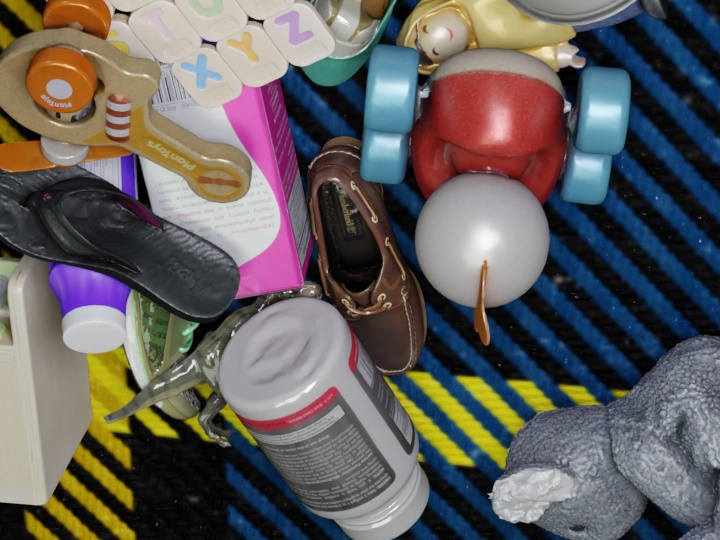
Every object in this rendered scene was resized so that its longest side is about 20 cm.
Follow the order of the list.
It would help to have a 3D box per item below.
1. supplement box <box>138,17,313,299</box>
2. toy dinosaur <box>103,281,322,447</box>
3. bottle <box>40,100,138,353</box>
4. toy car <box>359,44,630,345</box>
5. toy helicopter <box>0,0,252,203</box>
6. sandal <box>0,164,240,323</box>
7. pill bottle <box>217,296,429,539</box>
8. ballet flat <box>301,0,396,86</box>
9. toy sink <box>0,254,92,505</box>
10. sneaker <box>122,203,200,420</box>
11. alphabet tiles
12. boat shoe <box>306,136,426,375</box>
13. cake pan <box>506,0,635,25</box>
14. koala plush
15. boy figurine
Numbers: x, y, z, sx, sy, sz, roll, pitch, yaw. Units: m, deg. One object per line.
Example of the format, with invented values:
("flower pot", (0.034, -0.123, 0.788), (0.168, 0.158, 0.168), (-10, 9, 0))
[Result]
("supplement box", (-0.105, -0.087, 1.670), (0.100, 0.103, 0.201), (-9, 108, 7))
("toy dinosaur", (-0.109, 0.083, 1.781), (0.200, 0.047, 0.088), (-37, 127, -15))
("bottle", (-0.201, -0.036, 1.676), (0.065, 0.201, 0.084), (11, 146, -26))
("toy car", (0.086, -0.038, 1.592), (0.183, 0.201, 0.177), (6, 159, 0))
("toy helicopter", (-0.167, -0.097, 1.571), (0.199, 0.079, 0.132), (29, 133, -23))
("sandal", (-0.176, -0.030, 1.606), (0.199, 0.076, 0.048), (23, 156, -7))
("pill bottle", (-0.021, 0.123, 1.759), (0.110, 0.111, 0.200), (-16, 132, 19))
("ballet flat", (0.000, -0.208, 1.619), (0.067, 0.071, 0.201), (28, 120, -5))
("toy sink", (-0.291, 0.064, 1.789), (0.111, 0.131, 0.201), (4, 119, 10))
("sneaker", (-0.147, 0.029, 1.780), (0.088, 0.077, 0.201), (-14, 118, 5))
("alphabet tiles", (-0.114, -0.197, 1.528), (0.199, 0.015, 0.196), (-21, 124, 26))
("boat shoe", (0.000, 0.000, 1.732), (0.070, 0.070, 0.201), (-13, 116, 14))
("cake pan", (0.137, -0.266, 1.510), (0.199, 0.037, 0.202), (-1, 89, 43))
("koala plush", (0.199, 0.146, 1.722), (0.198, 0.177, 0.185), (-7, 105, 15))
("boy figurine", (0.114, -0.194, 1.609), (0.199, 0.065, 0.125), (-14, 118, 15))
